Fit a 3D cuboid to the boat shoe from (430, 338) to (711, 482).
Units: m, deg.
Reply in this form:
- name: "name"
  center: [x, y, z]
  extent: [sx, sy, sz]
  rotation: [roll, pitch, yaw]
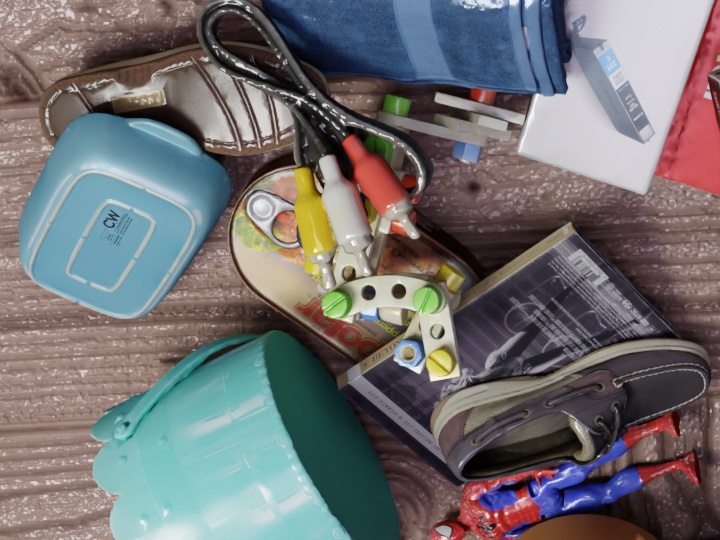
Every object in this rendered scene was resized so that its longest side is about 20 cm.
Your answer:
- name: "boat shoe"
  center: [0.149, 0.102, 1.475]
  extent: [0.198, 0.065, 0.072]
  rotation: [-13, 134, -3]

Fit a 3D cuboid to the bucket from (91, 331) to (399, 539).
- name: "bucket"
  center: [-0.074, 0.149, 1.471]
  extent: [0.134, 0.207, 0.208]
  rotation: [-29, 107, 13]

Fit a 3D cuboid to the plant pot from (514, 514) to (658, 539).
- name: "plant pot"
  center: [0.157, 0.266, 1.491]
  extent: [0.198, 0.140, 0.201]
  rotation: [4, 123, 7]

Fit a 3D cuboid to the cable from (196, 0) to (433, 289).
- name: "cable"
  center: [-0.027, -0.094, 1.348]
  extent: [0.097, 0.050, 0.201]
  rotation: [-30, 93, 14]

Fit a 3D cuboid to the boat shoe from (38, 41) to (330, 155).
- name: "boat shoe"
  center: [-0.111, -0.119, 1.433]
  extent: [0.201, 0.075, 0.075]
  rotation: [1, 105, 16]

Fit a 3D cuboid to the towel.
- name: "towel"
  center: [0.033, -0.161, 1.369]
  extent: [0.198, 0.049, 0.112]
  rotation: [8, 149, 19]

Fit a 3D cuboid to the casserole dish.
- name: "casserole dish"
  center: [-0.165, -0.029, 1.451]
  extent: [0.120, 0.039, 0.200]
  rotation: [23, 140, -13]

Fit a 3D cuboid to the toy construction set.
- name: "toy construction set"
  center: [0.032, -0.037, 1.408]
  extent: [0.130, 0.092, 0.202]
  rotation: [16, 82, 16]

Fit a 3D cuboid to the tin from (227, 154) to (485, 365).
- name: "tin"
  center: [0.000, 0.000, 1.491]
  extent: [0.199, 0.042, 0.112]
  rotation: [36, 108, -9]

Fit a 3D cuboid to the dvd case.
- name: "dvd case"
  center: [0.104, 0.062, 1.483]
  extent: [0.199, 0.016, 0.149]
  rotation: [-35, 131, 17]

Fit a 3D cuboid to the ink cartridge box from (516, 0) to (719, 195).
- name: "ink cartridge box"
  center: [0.214, -0.146, 1.402]
  extent: [0.175, 0.045, 0.201]
  rotation: [17, 114, 1]

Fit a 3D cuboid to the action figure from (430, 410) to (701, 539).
- name: "action figure"
  center: [0.141, 0.159, 1.537]
  extent: [0.199, 0.052, 0.066]
  rotation: [-22, 113, 17]

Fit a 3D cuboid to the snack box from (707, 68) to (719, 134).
- name: "snack box"
  center: [0.285, -0.050, 1.426]
  extent: [0.071, 0.024, 0.201]
  rotation: [-21, 114, -7]
